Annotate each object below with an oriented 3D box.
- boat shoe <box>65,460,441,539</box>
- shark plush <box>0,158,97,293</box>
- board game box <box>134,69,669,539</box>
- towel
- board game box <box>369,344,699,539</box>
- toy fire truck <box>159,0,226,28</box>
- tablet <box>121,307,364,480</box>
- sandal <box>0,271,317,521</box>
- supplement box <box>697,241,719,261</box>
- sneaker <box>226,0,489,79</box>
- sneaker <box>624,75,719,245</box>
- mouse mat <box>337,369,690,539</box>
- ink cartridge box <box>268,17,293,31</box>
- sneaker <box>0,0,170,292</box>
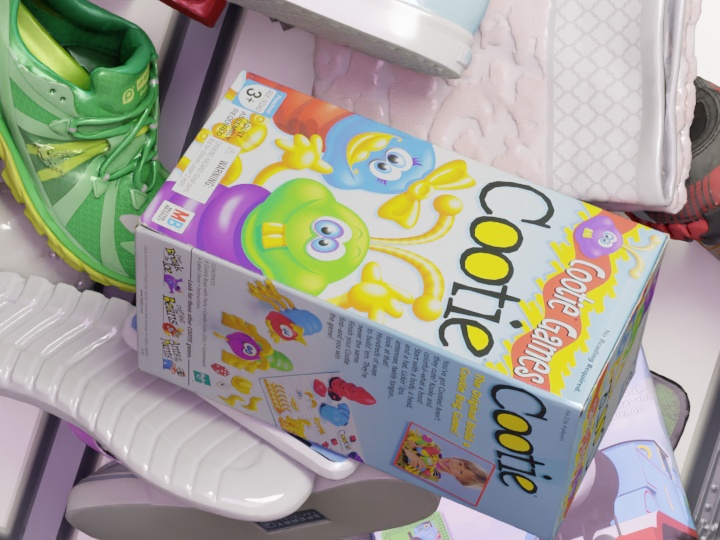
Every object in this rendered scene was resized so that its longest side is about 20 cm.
[{"bbox_3d":[-0.048,0.089,1.168,0.201,0.070,0.072,-11,56,29],"label":"boat shoe"},{"bbox_3d":[-0.232,0.005,1.191,0.200,0.091,0.083,-19,120,-5],"label":"shark plush"},{"bbox_3d":[0.015,0.014,1.064,0.200,0.105,0.103,22,54,12],"label":"board game box"},{"bbox_3d":[0.060,-0.125,1.081,0.191,0.032,0.200,4,92,34],"label":"towel"},{"bbox_3d":[0.072,0.091,1.189,0.151,0.037,0.200,-16,87,1],"label":"board game box"},{"bbox_3d":[-0.143,-0.175,1.154,0.200,0.141,0.049,28,89,1],"label":"toy fire truck"},{"bbox_3d":[0.000,0.000,1.148,0.130,0.014,0.200,33,57,20],"label":"tablet"},{"bbox_3d":[-0.103,0.058,1.140,0.203,0.050,0.082,28,59,22],"label":"sandal"},{"bbox_3d":[0.257,0.018,1.149,0.200,0.126,0.074,40,89,3],"label":"supplement box"},{"bbox_3d":[-0.035,-0.153,1.053,0.200,0.074,0.082,23,84,-7],"label":"sneaker"},{"bbox_3d":[0.117,-0.072,1.112,0.071,0.200,0.098,-50,120,-4],"label":"sneaker"},{"bbox_3d":[0.042,0.090,1.211,0.200,0.008,0.161,25,89,3],"label":"mouse mat"},{"bbox_3d":[0.018,-0.222,1.181,0.200,0.085,0.146,-25,88,3],"label":"ink cartridge box"},{"bbox_3d":[-0.125,-0.068,1.152,0.084,0.074,0.200,-18,121,34],"label":"sneaker"}]
